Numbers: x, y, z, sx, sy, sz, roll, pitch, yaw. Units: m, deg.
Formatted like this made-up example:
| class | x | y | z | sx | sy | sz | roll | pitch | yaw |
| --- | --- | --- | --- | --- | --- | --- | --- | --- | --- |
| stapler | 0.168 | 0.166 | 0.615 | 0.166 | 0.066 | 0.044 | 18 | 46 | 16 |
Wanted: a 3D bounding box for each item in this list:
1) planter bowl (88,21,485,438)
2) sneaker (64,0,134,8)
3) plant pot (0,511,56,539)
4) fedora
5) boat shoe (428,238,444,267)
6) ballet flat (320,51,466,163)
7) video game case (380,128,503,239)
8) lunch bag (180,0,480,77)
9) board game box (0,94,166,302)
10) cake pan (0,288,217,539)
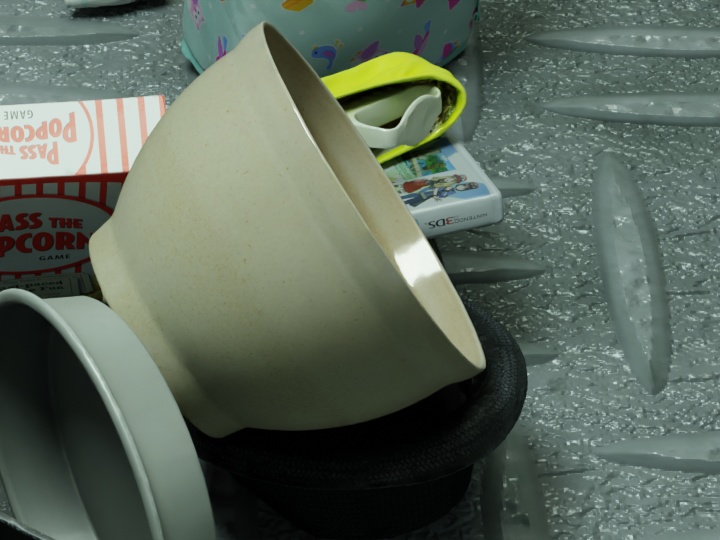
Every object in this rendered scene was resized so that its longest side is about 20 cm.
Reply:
| class | x | y | z | sx | sy | sz | roll | pitch | yaw |
| --- | --- | --- | --- | --- | --- | --- | --- | --- | --- |
| planter bowl | -0.047 | -0.002 | 1.269 | 0.134 | 0.200 | 0.201 | -32 | 39 | 8 |
| sneaker | -0.206 | -0.251 | 1.821 | 0.088 | 0.075 | 0.200 | -21 | 43 | -11 |
| plant pot | -0.204 | 0.226 | 1.098 | 0.199 | 0.178 | 0.199 | 24 | 41 | 24 |
| fedora | -0.010 | 0.083 | 1.368 | 0.199 | 0.092 | 0.201 | -3 | 34 | 2 |
| boat shoe | 0.000 | 0.000 | 1.502 | 0.071 | 0.076 | 0.200 | -9 | 30 | -14 |
| ballet flat | -0.017 | -0.074 | 1.436 | 0.067 | 0.067 | 0.200 | 18 | 33 | 40 |
| video game case | -0.031 | -0.053 | 1.499 | 0.181 | 0.022 | 0.200 | -12 | 25 | -10 |
| lunch bag | -0.006 | -0.199 | 1.676 | 0.199 | 0.171 | 0.122 | -15 | 48 | -22 |
| board game box | -0.184 | -0.029 | 1.420 | 0.151 | 0.200 | 0.047 | -4 | 67 | -8 |
| cake pan | -0.126 | 0.100 | 1.249 | 0.037 | 0.201 | 0.200 | -19 | 42 | -26 |
